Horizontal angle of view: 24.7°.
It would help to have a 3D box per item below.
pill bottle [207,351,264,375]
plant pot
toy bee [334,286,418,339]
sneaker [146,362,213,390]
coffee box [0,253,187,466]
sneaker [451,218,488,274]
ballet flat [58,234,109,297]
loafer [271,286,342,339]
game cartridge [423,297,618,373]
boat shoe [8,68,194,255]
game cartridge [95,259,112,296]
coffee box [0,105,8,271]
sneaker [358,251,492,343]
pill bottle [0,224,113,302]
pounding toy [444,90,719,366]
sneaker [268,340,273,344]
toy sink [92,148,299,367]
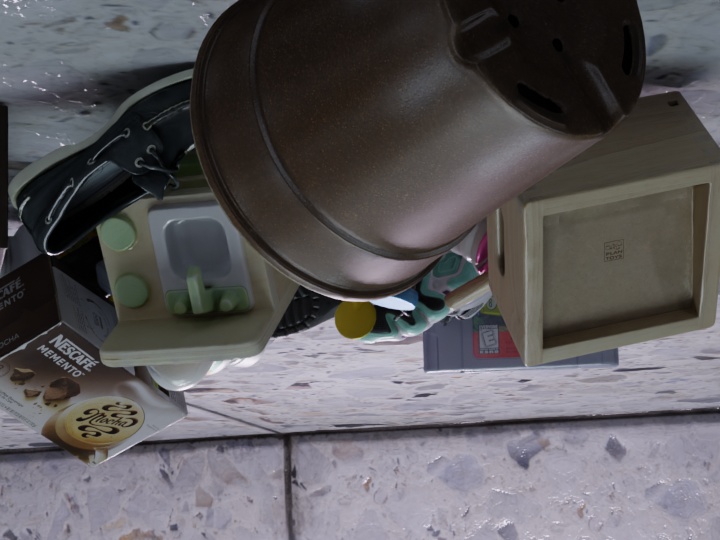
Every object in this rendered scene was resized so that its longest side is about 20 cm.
[{"bbox_3d":[-0.202,0.058,1.832,0.199,0.114,0.112,10,164,-44],"label":"pill bottle"},{"bbox_3d":[0.040,-0.109,0.918,0.199,0.202,0.198,7,157,-37],"label":"plant pot"},{"bbox_3d":[0.000,0.000,1.374,0.108,0.132,0.201,11,146,0],"label":"toy bee"},{"bbox_3d":[-0.154,0.064,1.425,0.076,0.081,0.200,-9,-158,-4],"label":"sneaker"},{"bbox_3d":[-0.258,0.083,1.463,0.112,0.080,0.200,-28,142,13],"label":"coffee box"},{"bbox_3d":[0.110,-0.055,1.441,0.088,0.082,0.200,33,-168,15],"label":"sneaker"},{"bbox_3d":[-0.222,-0.005,1.522,0.199,0.067,0.057,-26,133,-8],"label":"ballet flat"},{"bbox_3d":[-0.045,0.013,1.508,0.198,0.074,0.071,-10,-168,-2],"label":"loafer"},{"bbox_3d":[0.161,0.036,1.684,0.198,0.134,0.041,-3,168,8],"label":"game cartridge"},{"bbox_3d":[-0.163,-0.074,1.180,0.198,0.067,0.074,-27,153,11],"label":"boat shoe"},{"bbox_3d":[-0.124,-0.012,1.443,0.199,0.041,0.133,-21,-150,-26],"label":"game cartridge"},{"bbox_3d":[-0.321,-0.050,1.296,0.079,0.114,0.200,2,168,-14],"label":"coffee box"},{"bbox_3d":[0.073,0.028,1.601,0.199,0.078,0.140,-29,160,-13],"label":"sneaker"},{"bbox_3d":[-0.274,0.006,1.590,0.198,0.105,0.104,4,167,-28],"label":"pill bottle"},{"bbox_3d":[0.166,-0.024,1.269,0.182,0.143,0.201,-11,129,-7],"label":"pounding toy"},{"bbox_3d":[-0.061,0.011,1.601,0.113,0.073,0.201,-9,-155,10],"label":"sneaker"},{"bbox_3d":[-0.124,-0.022,1.272,0.129,0.113,0.200,-4,-157,15],"label":"toy sink"}]
